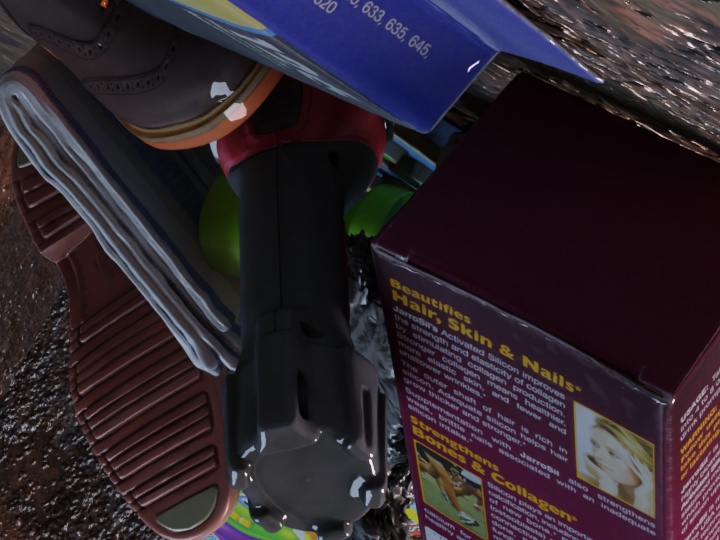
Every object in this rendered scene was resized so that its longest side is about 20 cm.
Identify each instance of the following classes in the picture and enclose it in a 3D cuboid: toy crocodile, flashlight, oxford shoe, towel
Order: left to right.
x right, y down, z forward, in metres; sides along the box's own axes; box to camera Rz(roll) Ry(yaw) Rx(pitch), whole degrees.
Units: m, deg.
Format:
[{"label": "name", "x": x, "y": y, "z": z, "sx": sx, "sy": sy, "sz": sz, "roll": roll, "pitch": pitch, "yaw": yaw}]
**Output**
[{"label": "oxford shoe", "x": -0.089, "y": -0.096, "z": 1.014, "sx": 0.073, "sy": 0.071, "sz": 0.200, "roll": 37, "pitch": 173, "yaw": -33}, {"label": "towel", "x": -0.082, "y": -0.040, "z": 1.180, "sx": 0.147, "sy": 0.024, "sz": 0.200, "roll": 52, "pitch": -166, "yaw": -7}, {"label": "oxford shoe", "x": -0.083, "y": 0.020, "z": 1.209, "sx": 0.074, "sy": 0.071, "sz": 0.200, "roll": 18, "pitch": -130, "yaw": -60}, {"label": "flashlight", "x": -0.018, "y": 0.001, "z": 0.967, "sx": 0.068, "sy": 0.068, "sz": 0.200, "roll": 16, "pitch": -137, "yaw": -20}, {"label": "toy crocodile", "x": 0.000, "y": 0.000, "z": 1.182, "sx": 0.067, "sy": 0.062, "sz": 0.200, "roll": 20, "pitch": 172, "yaw": 28}]

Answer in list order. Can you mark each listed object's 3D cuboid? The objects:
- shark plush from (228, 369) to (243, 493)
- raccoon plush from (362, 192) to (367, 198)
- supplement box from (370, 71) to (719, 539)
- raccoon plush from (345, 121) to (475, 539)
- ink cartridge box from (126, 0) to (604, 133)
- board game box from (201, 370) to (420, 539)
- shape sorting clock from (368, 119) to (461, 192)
[{"label": "shark plush", "x": -0.038, "y": 0.023, "z": 1.376, "sx": 0.083, "sy": 0.200, "sz": 0.091, "roll": -32, "pitch": 143, "yaw": 34}, {"label": "raccoon plush", "x": 0.062, "y": 0.005, "z": 1.350, "sx": 0.200, "sy": 0.097, "sz": 0.134, "roll": 53, "pitch": -168, "yaw": 7}, {"label": "supplement box", "x": 0.079, "y": 0.043, "z": 0.945, "sx": 0.110, "sy": 0.086, "sz": 0.200, "roll": 28, "pitch": 152, "yaw": 24}, {"label": "raccoon plush", "x": 0.031, "y": 0.044, "z": 1.094, "sx": 0.134, "sy": 0.200, "sz": 0.097, "roll": -15, "pitch": -146, "yaw": -39}, {"label": "ink cartridge box", "x": -0.060, "y": -0.105, "z": 0.817, "sx": 0.198, "sy": 0.047, "sz": 0.200, "roll": 32, "pitch": 178, "yaw": -42}, {"label": "board game box", "x": -0.025, "y": 0.068, "z": 1.456, "sx": 0.200, "sy": 0.103, "sz": 0.105, "roll": -10, "pitch": 128, "yaw": 49}, {"label": "shape sorting clock", "x": -0.026, "y": -0.068, "z": 1.183, "sx": 0.200, "sy": 0.039, "sz": 0.200, "roll": 28, "pitch": 177, "yaw": 2}]
